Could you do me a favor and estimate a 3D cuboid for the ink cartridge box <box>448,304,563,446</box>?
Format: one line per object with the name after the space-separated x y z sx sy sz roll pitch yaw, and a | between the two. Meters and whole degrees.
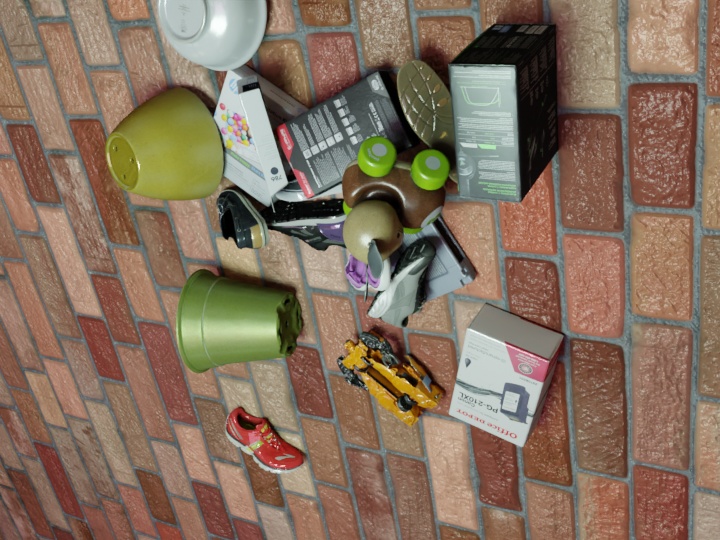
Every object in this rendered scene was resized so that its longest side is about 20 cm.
0.241 0.178 1.452 0.144 0.084 0.201 22 129 20 | ink cartridge box

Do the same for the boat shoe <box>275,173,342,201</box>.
-0.062 -0.162 1.428 0.199 0.072 0.068 -4 119 31 | boat shoe

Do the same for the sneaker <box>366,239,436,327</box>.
0.082 0.023 1.422 0.079 0.074 0.200 30 138 -1 | sneaker

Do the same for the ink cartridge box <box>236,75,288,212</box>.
-0.152 -0.204 1.388 0.039 0.100 0.201 -15 117 -3 | ink cartridge box

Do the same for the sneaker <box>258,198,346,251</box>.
-0.094 -0.069 1.513 0.199 0.076 0.088 4 127 31 | sneaker

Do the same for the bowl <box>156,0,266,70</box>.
-0.251 -0.408 1.349 0.200 0.090 0.203 12 114 29 | bowl

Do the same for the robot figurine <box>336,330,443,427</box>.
0.050 0.193 1.603 0.200 0.058 0.145 42 132 0 | robot figurine

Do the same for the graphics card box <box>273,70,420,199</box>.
-0.022 -0.208 1.337 0.199 0.051 0.126 -25 91 25 | graphics card box

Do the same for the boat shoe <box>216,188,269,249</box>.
-0.224 -0.091 1.535 0.200 0.062 0.075 43 145 53 | boat shoe

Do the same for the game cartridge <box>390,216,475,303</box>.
0.088 -0.046 1.435 0.133 0.042 0.201 -23 106 45 | game cartridge

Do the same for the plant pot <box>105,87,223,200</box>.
-0.355 -0.205 1.506 0.199 0.142 0.201 21 122 37 | plant pot

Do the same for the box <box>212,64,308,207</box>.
-0.180 -0.229 1.482 0.155 0.041 0.201 36 131 7 | box

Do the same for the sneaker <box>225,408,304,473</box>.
-0.210 0.367 1.878 0.199 0.077 0.085 27 125 15 | sneaker

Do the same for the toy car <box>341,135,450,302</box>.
0.038 -0.060 1.256 0.157 0.201 0.165 13 153 -4 | toy car

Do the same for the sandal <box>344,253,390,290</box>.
0.000 -0.008 1.445 0.202 0.049 0.083 179 91 -72 | sandal

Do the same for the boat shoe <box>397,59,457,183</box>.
0.113 -0.218 1.274 0.072 0.068 0.201 -31 108 9 | boat shoe

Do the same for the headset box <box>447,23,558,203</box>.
0.198 -0.208 1.162 0.092 0.174 0.201 8 125 27 | headset box

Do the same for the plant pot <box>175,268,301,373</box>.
-0.219 0.098 1.647 0.188 0.200 0.201 1 121 17 | plant pot
